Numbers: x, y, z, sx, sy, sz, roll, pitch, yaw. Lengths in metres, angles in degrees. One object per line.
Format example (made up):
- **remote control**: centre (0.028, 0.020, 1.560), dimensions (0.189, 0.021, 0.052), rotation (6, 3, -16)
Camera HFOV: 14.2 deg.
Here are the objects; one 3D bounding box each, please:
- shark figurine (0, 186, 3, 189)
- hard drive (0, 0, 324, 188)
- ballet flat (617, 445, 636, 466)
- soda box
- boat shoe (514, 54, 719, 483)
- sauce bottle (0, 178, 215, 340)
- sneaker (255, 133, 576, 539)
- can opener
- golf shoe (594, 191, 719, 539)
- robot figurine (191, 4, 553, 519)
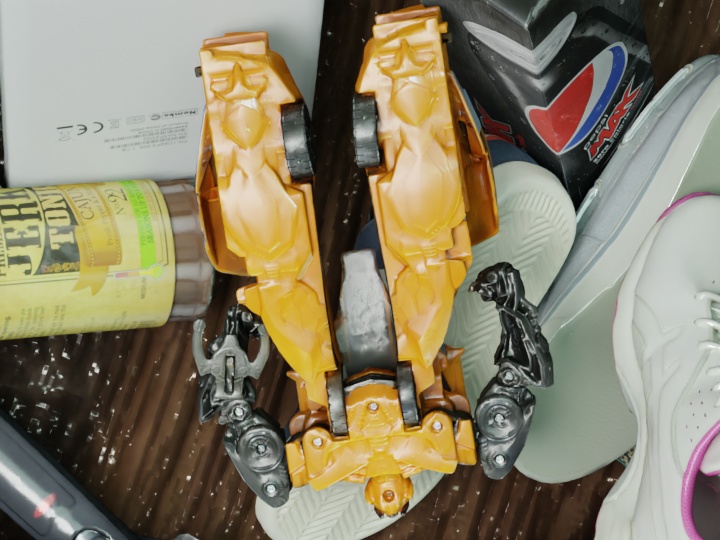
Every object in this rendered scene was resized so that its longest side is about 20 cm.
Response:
- **shark figurine**: centre (-0.238, -0.051, 1.212), dimensions (0.214, 0.128, 0.090), rotation (-25, 64, 7)
- **hard drive**: centre (-0.081, -0.094, 1.170), dimensions (0.131, 0.200, 0.026), rotation (-8, 59, -10)
- **ballet flat**: centre (0.163, -0.001, 1.273), dimensions (0.075, 0.068, 0.201), rotation (30, 82, 20)
- **soda box**: centre (0.074, -0.098, 1.188), dimensions (0.071, 0.200, 0.063), rotation (37, 80, 20)
- **boat shoe**: centre (0.119, -0.003, 1.238), dimensions (0.070, 0.072, 0.201), rotation (30, 96, -25)
- **sauce bottle**: centre (-0.161, -0.001, 1.196), dimensions (0.199, 0.065, 0.065), rotation (-6, 86, -22)
- **sneaker**: centre (0.014, 0.027, 1.243), dimensions (0.075, 0.085, 0.200), rotation (27, 105, -37)
- **can opener**: centre (-0.130, 0.102, 1.210), dimensions (0.079, 0.063, 0.200), rotation (-43, 93, -12)
- **golf shoe**: centre (0.144, 0.057, 1.140), dimensions (0.075, 0.091, 0.201), rotation (17, 66, -22)
- **robot figurine**: centre (0.000, 0.000, 1.152), dimensions (0.144, 0.058, 0.201), rotation (-7, 105, 5)
